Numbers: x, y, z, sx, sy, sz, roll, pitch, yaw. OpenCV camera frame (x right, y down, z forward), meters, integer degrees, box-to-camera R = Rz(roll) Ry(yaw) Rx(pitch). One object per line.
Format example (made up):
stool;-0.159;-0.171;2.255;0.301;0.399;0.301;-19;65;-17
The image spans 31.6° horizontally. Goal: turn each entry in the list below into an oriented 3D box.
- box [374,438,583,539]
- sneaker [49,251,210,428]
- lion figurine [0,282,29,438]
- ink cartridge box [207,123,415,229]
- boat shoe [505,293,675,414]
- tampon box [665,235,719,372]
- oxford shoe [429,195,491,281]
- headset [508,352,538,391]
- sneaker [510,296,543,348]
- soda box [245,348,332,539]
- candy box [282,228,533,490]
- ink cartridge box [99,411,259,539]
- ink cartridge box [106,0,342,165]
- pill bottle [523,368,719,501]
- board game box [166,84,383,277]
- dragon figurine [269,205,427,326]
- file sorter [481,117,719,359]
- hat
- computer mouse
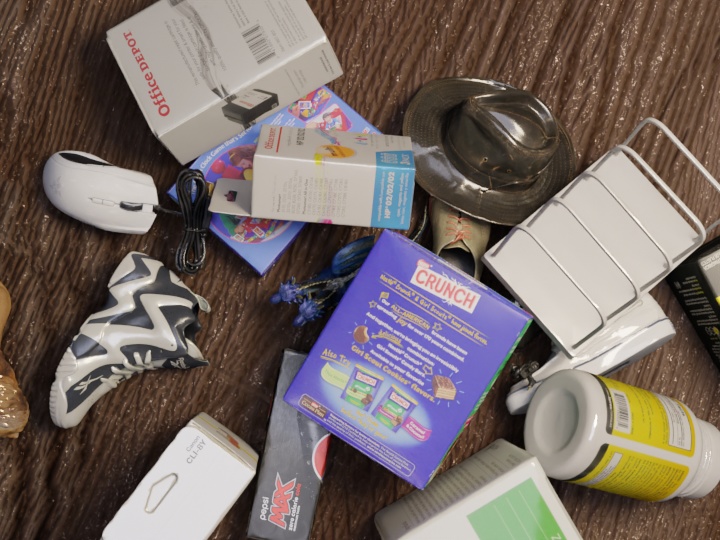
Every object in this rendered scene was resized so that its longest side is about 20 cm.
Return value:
box;0.136;0.301;1.279;0.171;0.200;0.199;-30;89;-3
sneaker;-0.229;0.093;1.332;0.129;0.080;0.199;27;75;7
lion figurine;-0.401;0.073;1.330;0.122;0.072;0.201;5;81;-10
ink cartridge box;-0.049;-0.098;1.286;0.199;0.115;0.068;4;111;-3
boat shoe;0.238;0.089;1.372;0.200;0.074;0.065;-26;72;-8
tampon box;0.447;0.045;1.352;0.150;0.126;0.200;-30;88;-4
oxford shoe;0.109;-0.041;1.363;0.070;0.075;0.201;2;82;-1
headset;0.082;0.106;1.343;0.200;0.094;0.124;-3;90;26
sneaker;0.230;0.016;1.349;0.082;0.073;0.200;41;76;22
soda box;-0.068;0.186;1.344;0.071;0.063;0.201;11;86;-2
candy box;0.048;0.085;1.262;0.169;0.077;0.200;33;97;8
ink cartridge box;-0.174;0.224;1.265;0.083;0.200;0.145;37;85;0
ink cartridge box;-0.142;-0.226;1.330;0.200;0.084;0.145;-29;68;1
pill bottle;0.277;0.176;1.314;0.200;0.112;0.113;18;84;-29
board game box;-0.091;-0.112;1.373;0.134;0.045;0.200;41;84;0
dragon figurine;0.000;0.000;1.343;0.200;0.099;0.059;-29;88;-5
file sorter;0.251;-0.037;1.276;0.200;0.125;0.139;-38;82;-18
hat;0.147;-0.144;1.344;0.200;0.081;0.201;6;65;-13
computer mouse;-0.251;-0.070;1.336;0.200;0.044;0.110;15;110;12
